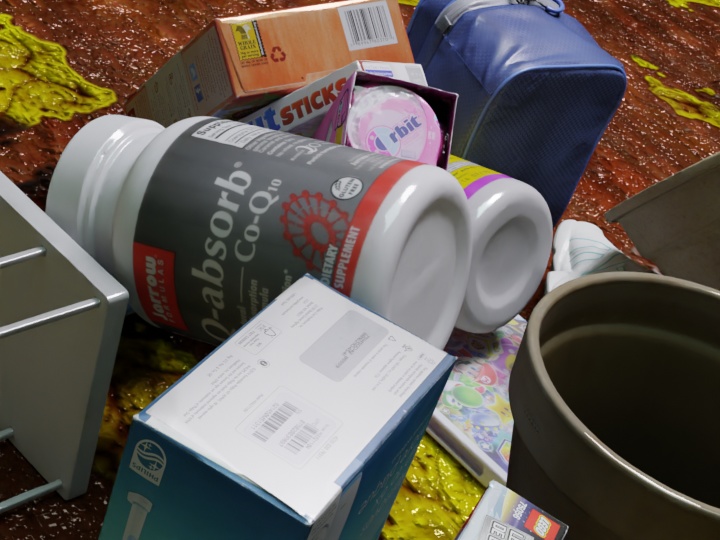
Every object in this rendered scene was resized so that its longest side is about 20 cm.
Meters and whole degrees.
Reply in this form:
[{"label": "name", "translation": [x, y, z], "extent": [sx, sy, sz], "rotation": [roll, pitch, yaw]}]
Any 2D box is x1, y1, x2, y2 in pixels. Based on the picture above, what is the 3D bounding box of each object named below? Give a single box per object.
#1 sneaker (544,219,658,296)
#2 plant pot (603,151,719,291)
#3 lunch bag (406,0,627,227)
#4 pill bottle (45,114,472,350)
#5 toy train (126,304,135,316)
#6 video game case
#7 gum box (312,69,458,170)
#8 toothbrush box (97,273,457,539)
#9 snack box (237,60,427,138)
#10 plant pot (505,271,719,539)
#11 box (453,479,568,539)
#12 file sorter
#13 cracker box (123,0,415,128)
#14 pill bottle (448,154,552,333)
[{"label": "sneaker", "translation": [0.167, 0.017, 1.037], "extent": [0.080, 0.071, 0.200], "rotation": [3, 19, 8]}, {"label": "plant pot", "translation": [0.283, 0.004, 0.938], "extent": [0.200, 0.200, 0.184], "rotation": [-21, 83, -46]}, {"label": "lunch bag", "translation": [0.091, -0.124, 1.116], "extent": [0.136, 0.200, 0.132], "rotation": [-4, 42, -37]}, {"label": "pill bottle", "translation": [-0.054, -0.015, 0.770], "extent": [0.200, 0.116, 0.116], "rotation": [14, 28, 26]}, {"label": "toy train", "translation": [-0.133, -0.011, 0.915], "extent": [0.200, 0.114, 0.087], "rotation": [-22, 91, -33]}, {"label": "video game case", "translation": [0.094, 0.081, 0.981], "extent": [0.143, 0.018, 0.200], "rotation": [-15, 46, -43]}, {"label": "gum box", "translation": [0.000, 0.000, 0.881], "extent": [0.066, 0.114, 0.200], "rotation": [11, 75, -11]}, {"label": "toothbrush box", "translation": [-0.051, 0.124, 0.669], "extent": [0.085, 0.200, 0.146], "rotation": [30, 33, 13]}, {"label": "snack box", "translation": [-0.054, -0.090, 0.989], "extent": [0.072, 0.200, 0.024], "rotation": [-9, 79, -54]}, {"label": "plant pot", "translation": [0.154, 0.127, 0.797], "extent": [0.200, 0.174, 0.200], "rotation": [14, 32, -9]}, {"label": "box", "translation": [0.006, 0.194, 0.593], "extent": [0.040, 0.200, 0.137], "rotation": [31, 34, 7]}, {"label": "file sorter", "translation": [-0.238, 0.026, 0.778], "extent": [0.124, 0.139, 0.200], "rotation": [-21, 50, -43]}, {"label": "cracker box", "translation": [-0.069, -0.128, 1.039], "extent": [0.134, 0.200, 0.058], "rotation": [-14, 86, -28]}, {"label": "pill bottle", "translation": [0.025, -0.038, 1.023], "extent": [0.200, 0.104, 0.104], "rotation": [25, 29, 38]}]
